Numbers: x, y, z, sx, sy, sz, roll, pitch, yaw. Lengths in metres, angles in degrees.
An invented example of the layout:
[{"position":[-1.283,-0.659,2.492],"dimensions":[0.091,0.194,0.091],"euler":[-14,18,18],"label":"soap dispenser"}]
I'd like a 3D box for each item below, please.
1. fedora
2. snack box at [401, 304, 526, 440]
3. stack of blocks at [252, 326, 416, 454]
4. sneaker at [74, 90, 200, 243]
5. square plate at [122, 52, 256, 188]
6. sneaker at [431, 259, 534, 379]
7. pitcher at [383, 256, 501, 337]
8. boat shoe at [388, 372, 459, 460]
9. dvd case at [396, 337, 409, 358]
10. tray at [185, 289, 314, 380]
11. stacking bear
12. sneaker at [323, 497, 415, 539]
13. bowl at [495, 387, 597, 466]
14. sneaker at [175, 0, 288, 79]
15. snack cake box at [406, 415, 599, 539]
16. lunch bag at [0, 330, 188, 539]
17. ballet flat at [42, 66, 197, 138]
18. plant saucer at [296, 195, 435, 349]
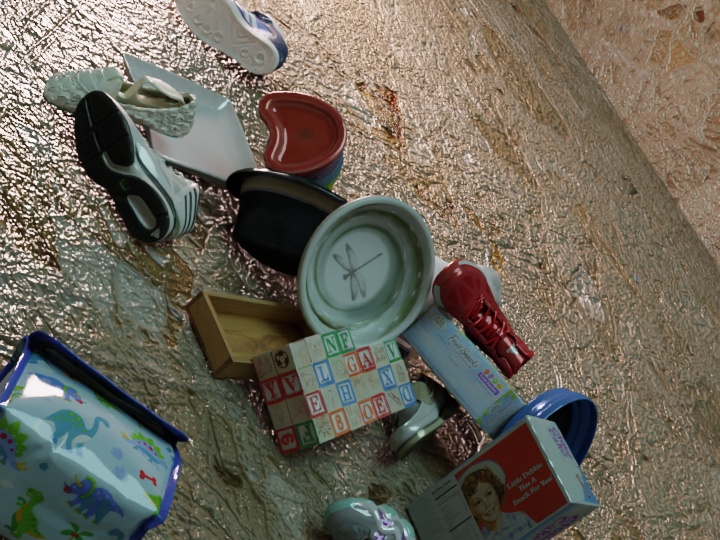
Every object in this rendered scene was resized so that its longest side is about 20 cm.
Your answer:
[{"position":[-0.090,-0.051,1.527],"dimensions":[0.201,0.201,0.092],"euler":[31,69,-32],"label":"fedora"},{"position":[0.158,0.156,1.581],"dimensions":[0.169,0.068,0.200],"euler":[49,2,35],"label":"snack box"},{"position":[-0.026,0.129,1.384],"dimensions":[0.200,0.059,0.115],"euler":[-12,83,-54],"label":"stack of blocks"},{"position":[-0.264,-0.121,1.429],"dimensions":[0.201,0.076,0.115],"euler":[61,19,8],"label":"sneaker"},{"position":[-0.229,-0.190,1.610],"dimensions":[0.198,0.028,0.200],"euler":[19,38,-45],"label":"square plate"},{"position":[0.173,0.067,1.549],"dimensions":[0.116,0.078,0.200],"euler":[44,0,39],"label":"sneaker"},{"position":[0.068,0.029,1.645],"dimensions":[0.200,0.172,0.121],"euler":[1,91,-40],"label":"pitcher"},{"position":[0.067,0.183,1.513],"dimensions":[0.068,0.075,0.200],"euler":[49,15,5],"label":"boat shoe"},{"position":[0.003,0.021,1.695],"dimensions":[0.149,0.016,0.200],"euler":[33,30,-29],"label":"dvd case"},{"position":[-0.110,0.084,1.407],"dimensions":[0.200,0.037,0.099],"euler":[13,42,-52],"label":"tray"},{"position":[-0.083,-0.140,1.612],"dimensions":[0.114,0.200,0.122],"euler":[-4,67,-9],"label":"stacking bear"},{"position":[0.034,0.335,1.233],"dimensions":[0.200,0.078,0.140],"euler":[41,26,-13],"label":"sneaker"},{"position":[0.230,0.241,1.550],"dimensions":[0.039,0.201,0.201],"euler":[36,15,35],"label":"bowl"},{"position":[-0.201,-0.393,1.894],"dimensions":[0.200,0.081,0.146],"euler":[40,18,-10],"label":"sneaker"},{"position":[0.161,0.272,1.377],"dimensions":[0.067,0.200,0.115],"euler":[18,39,-48],"label":"snack cake box"},{"position":[-0.245,0.146,1.019],"dimensions":[0.170,0.127,0.200],"euler":[39,14,-13],"label":"lunch bag"},{"position":[-0.291,-0.220,1.471],"dimensions":[0.200,0.072,0.072],"euler":[11,43,-35],"label":"ballet flat"},{"position":[0.000,0.000,1.481],"dimensions":[0.200,0.200,0.050],"euler":[28,0,-37],"label":"plant saucer"}]
